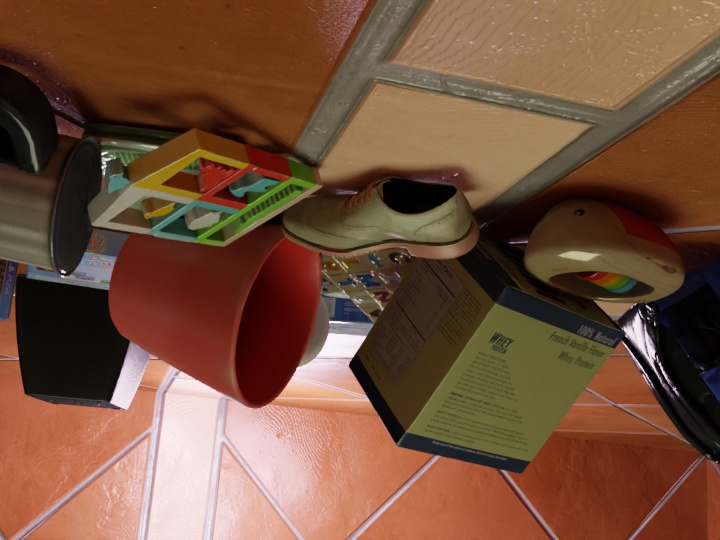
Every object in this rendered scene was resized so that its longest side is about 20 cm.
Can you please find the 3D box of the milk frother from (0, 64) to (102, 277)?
[{"bbox_3d":[-0.320,-0.045,0.690,0.185,0.203,0.181,11,157,-1],"label":"milk frother"}]

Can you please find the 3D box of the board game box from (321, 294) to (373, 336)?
[{"bbox_3d":[0.024,0.070,1.342,0.196,0.044,0.199,4,170,3],"label":"board game box"}]

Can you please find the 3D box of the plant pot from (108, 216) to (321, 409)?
[{"bbox_3d":[-0.160,0.028,0.988,0.175,0.204,0.200,16,170,19],"label":"plant pot"}]

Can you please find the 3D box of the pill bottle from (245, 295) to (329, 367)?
[{"bbox_3d":[-0.125,0.075,1.175,0.111,0.115,0.199,11,167,-25],"label":"pill bottle"}]

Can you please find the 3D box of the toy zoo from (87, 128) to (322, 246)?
[{"bbox_3d":[-0.138,-0.067,0.778,0.130,0.021,0.199,-28,161,26],"label":"toy zoo"}]

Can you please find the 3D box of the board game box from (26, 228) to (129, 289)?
[{"bbox_3d":[-0.351,-0.014,1.178,0.149,0.037,0.200,10,166,-19],"label":"board game box"}]

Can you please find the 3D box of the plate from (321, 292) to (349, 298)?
[{"bbox_3d":[-0.015,0.001,1.137,0.197,0.033,0.198,-4,164,35],"label":"plate"}]

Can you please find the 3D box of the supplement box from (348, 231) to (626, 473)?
[{"bbox_3d":[0.132,0.084,0.976,0.198,0.201,0.135,19,-158,-37],"label":"supplement box"}]

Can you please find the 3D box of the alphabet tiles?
[{"bbox_3d":[0.000,0.000,1.031,0.165,0.008,0.200,-7,140,39],"label":"alphabet tiles"}]

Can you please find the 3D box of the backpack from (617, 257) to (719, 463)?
[{"bbox_3d":[0.400,0.098,0.989,0.166,0.202,0.163,-28,165,2],"label":"backpack"}]

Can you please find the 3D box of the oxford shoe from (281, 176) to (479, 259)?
[{"bbox_3d":[0.011,-0.060,0.857,0.196,0.072,0.074,0,140,19],"label":"oxford shoe"}]

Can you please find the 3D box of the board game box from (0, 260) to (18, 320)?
[{"bbox_3d":[-0.576,-0.001,1.178,0.157,0.099,0.199,-4,163,33],"label":"board game box"}]

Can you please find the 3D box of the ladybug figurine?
[{"bbox_3d":[0.239,-0.018,0.889,0.134,0.073,0.198,-9,160,42],"label":"ladybug figurine"}]

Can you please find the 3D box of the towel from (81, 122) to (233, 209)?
[{"bbox_3d":[-0.175,-0.086,0.864,0.150,0.024,0.200,5,166,-4],"label":"towel"}]

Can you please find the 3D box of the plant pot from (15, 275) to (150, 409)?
[{"bbox_3d":[-0.442,0.125,1.467,0.196,0.181,0.200,5,167,-1],"label":"plant pot"}]
